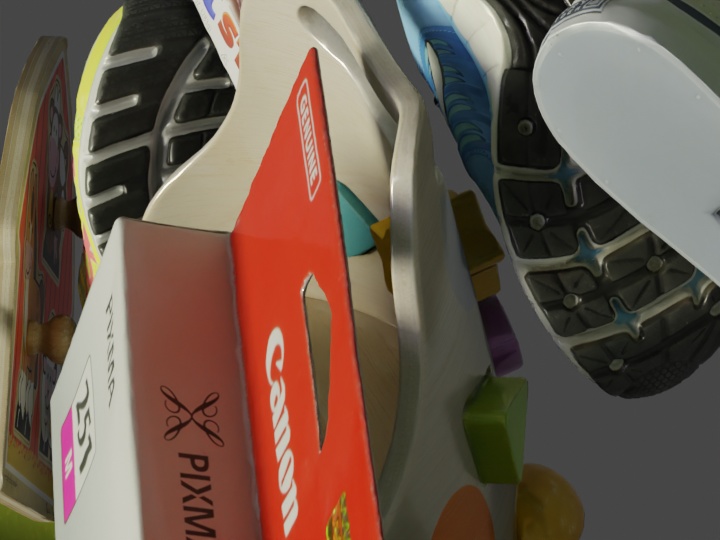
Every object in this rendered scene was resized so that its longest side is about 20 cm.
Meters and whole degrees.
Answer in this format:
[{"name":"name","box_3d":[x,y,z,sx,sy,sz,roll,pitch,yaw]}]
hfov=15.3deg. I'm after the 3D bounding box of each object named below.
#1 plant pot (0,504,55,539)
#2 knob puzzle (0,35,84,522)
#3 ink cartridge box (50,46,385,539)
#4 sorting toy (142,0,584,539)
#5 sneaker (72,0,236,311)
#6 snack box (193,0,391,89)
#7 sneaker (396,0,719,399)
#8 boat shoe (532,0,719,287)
[{"name":"plant pot","box_3d":[-0.182,0.201,1.257,0.187,0.187,0.200,30,143,51]},{"name":"knob puzzle","box_3d":[-0.126,0.000,1.116,0.220,0.030,0.220,2,-90,-89]},{"name":"ink cartridge box","box_3d":[-0.047,0.061,0.768,0.174,0.043,0.200,114,156,-44]},{"name":"sorting toy","box_3d":[0.000,0.000,0.837,0.200,0.107,0.180,-120,18,-45]},{"name":"sneaker","box_3d":[-0.084,-0.015,1.059,0.090,0.078,0.200,33,130,58]},{"name":"snack box","box_3d":[-0.044,-0.125,0.986,0.200,0.024,0.072,64,149,18]},{"name":"sneaker","box_3d":[0.060,-0.058,0.817,0.090,0.078,0.200,126,125,-80]},{"name":"boat shoe","box_3d":[0.137,-0.012,0.688,0.202,0.086,0.075,43,143,-4]}]
